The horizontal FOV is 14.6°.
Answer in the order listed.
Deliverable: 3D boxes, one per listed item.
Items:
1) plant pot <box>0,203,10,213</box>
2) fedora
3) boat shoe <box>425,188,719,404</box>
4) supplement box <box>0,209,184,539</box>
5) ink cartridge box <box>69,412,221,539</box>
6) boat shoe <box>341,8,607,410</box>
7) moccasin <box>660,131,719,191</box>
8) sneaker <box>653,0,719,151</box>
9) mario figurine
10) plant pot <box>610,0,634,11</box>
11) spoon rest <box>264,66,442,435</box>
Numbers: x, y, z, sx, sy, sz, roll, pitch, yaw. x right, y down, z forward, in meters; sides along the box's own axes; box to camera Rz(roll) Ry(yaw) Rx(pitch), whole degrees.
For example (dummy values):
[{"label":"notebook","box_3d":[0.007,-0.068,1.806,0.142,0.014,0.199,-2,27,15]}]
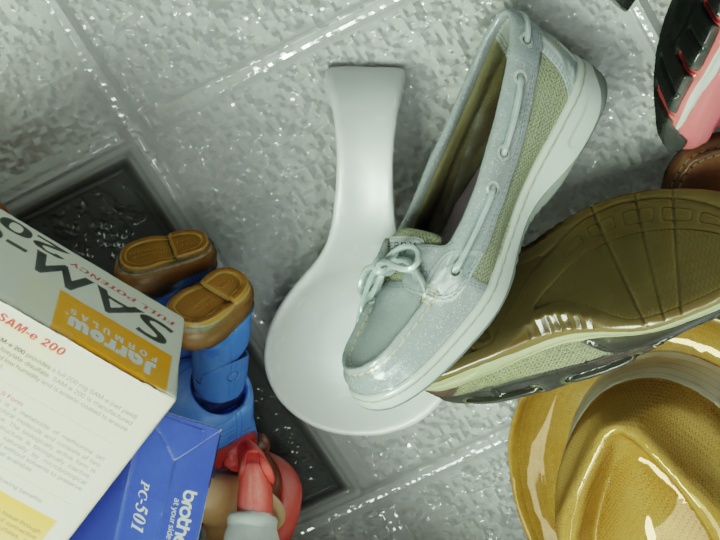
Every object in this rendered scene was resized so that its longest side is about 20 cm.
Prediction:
[{"label":"plant pot","box_3d":[-0.233,0.037,1.385,0.199,0.140,0.201,1,120,1]},{"label":"fedora","box_3d":[0.154,0.122,1.429,0.199,0.082,0.202,7,110,20]},{"label":"boat shoe","box_3d":[0.112,0.015,1.375,0.199,0.074,0.065,-15,154,19]},{"label":"supplement box","box_3d":[-0.185,0.078,1.286,0.126,0.074,0.200,32,115,-16]},{"label":"ink cartridge box","box_3d":[-0.135,0.128,1.384,0.044,0.095,0.200,19,164,-23]},{"label":"boat shoe","box_3d":[0.044,-0.027,1.339,0.065,0.074,0.202,37,78,-25]},{"label":"moccasin","box_3d":[0.242,-0.011,1.387,0.201,0.078,0.074,26,117,-14]},{"label":"sneaker","box_3d":[0.207,-0.132,1.322,0.086,0.074,0.201,21,118,-13]},{"label":"mario figurine","box_3d":[-0.090,0.087,1.422,0.105,0.124,0.201,-2,126,7]},{"label":"plant pot","box_3d":[0.081,-0.260,1.190,0.199,0.200,0.178,38,103,-19]},{"label":"spoon rest","box_3d":[0.000,0.000,1.407,0.099,0.061,0.201,0,119,1]}]
